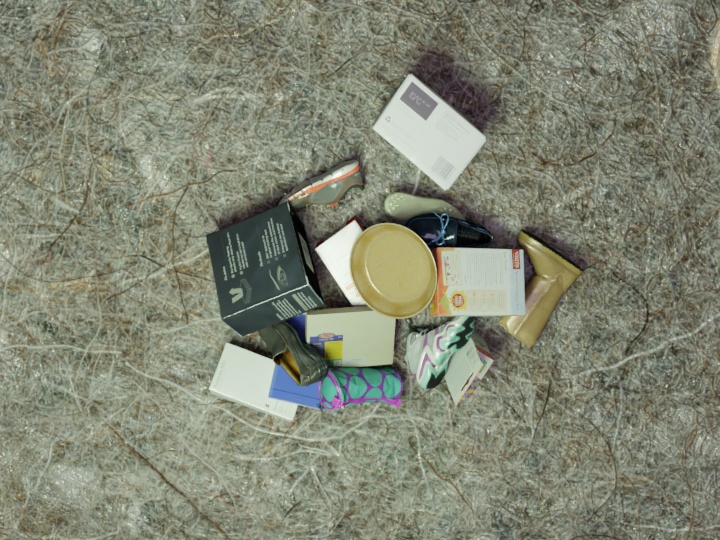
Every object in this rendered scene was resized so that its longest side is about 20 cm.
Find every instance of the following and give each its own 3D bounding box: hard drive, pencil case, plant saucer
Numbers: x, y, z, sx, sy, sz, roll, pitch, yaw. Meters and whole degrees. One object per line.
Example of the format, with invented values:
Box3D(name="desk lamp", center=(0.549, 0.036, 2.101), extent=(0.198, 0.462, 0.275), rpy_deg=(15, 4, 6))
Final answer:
Box3D(name="hard drive", center=(-0.118, 0.190, 1.677), extent=(0.128, 0.025, 0.206), rpy_deg=(13, 75, -6))
Box3D(name="pencil case", center=(0.000, 0.256, 1.657), extent=(0.196, 0.094, 0.086), rpy_deg=(2, 136, -41))
Box3D(name="plant saucer", center=(0.071, -0.003, 1.577), extent=(0.195, 0.035, 0.206), rpy_deg=(9, 112, 24))

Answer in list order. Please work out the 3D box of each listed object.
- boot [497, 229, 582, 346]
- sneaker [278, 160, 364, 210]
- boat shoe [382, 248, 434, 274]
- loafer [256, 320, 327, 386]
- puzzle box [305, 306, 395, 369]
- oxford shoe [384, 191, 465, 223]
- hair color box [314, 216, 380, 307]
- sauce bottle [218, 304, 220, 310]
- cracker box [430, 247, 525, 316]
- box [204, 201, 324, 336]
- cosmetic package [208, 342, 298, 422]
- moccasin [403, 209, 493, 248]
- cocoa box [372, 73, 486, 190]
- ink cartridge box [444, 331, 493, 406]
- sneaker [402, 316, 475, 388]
Box3D(name="boot", center=(0.362, 0.040, 1.656), extent=(0.173, 0.066, 0.202), rpy_deg=(33, 104, -5))
Box3D(name="sneaker", center=(-0.079, -0.156, 1.621), extent=(0.196, 0.077, 0.083), rpy_deg=(-25, 108, 8))
Box3D(name="boat shoe", center=(0.143, -0.024, 1.623), extent=(0.194, 0.065, 0.076), rpy_deg=(-7, 86, -14))
Box3D(name="loafer", center=(-0.157, 0.166, 1.604), extent=(0.198, 0.072, 0.074), rpy_deg=(35, 127, 29))
Box3D(name="puzzle box", center=(-0.023, 0.143, 1.639), extent=(0.194, 0.026, 0.137), rpy_deg=(-2, 115, -13))
Box3D(name="oxford shoe", center=(0.137, -0.119, 1.633), extent=(0.195, 0.058, 0.077), rpy_deg=(16, 84, -17))
Box3D(name="hair color box", center=(0.000, 0.000, 1.660), extent=(0.110, 0.064, 0.202), rpy_deg=(-33, 99, 7))
Box3D(name="sauce bottle", center=(-0.215, 0.048, 1.678), extent=(0.196, 0.065, 0.066), rpy_deg=(-24, 102, 8))
Box3D(name="cracker box", center=(0.241, 0.025, 1.583), extent=(0.194, 0.058, 0.138), rpy_deg=(1, 84, -15))
Box3D(name="box", center=(-0.199, -0.001, 1.593), extent=(0.195, 0.118, 0.201), rpy_deg=(-20, 63, 7))
Box3D(name="cosmetic package", center=(-0.226, 0.249, 1.700), extent=(0.195, 0.081, 0.116), rpy_deg=(19, 74, -5))
Box3D(name="moccasin", center=(0.186, -0.084, 1.586), extent=(0.194, 0.068, 0.083), rpy_deg=(0, 94, -18))
Box3D(name="cocoa box", center=(0.136, -0.283, 1.550), extent=(0.198, 0.131, 0.134), rpy_deg=(37, 103, -7))
Box3D(name="ink cartridge box", center=(0.231, 0.211, 1.630), extent=(0.050, 0.201, 0.110), rpy_deg=(29, 104, -11))
Box3D(name="sneaker", center=(0.153, 0.139, 1.668), extent=(0.140, 0.077, 0.202), rpy_deg=(44, 109, 36))
